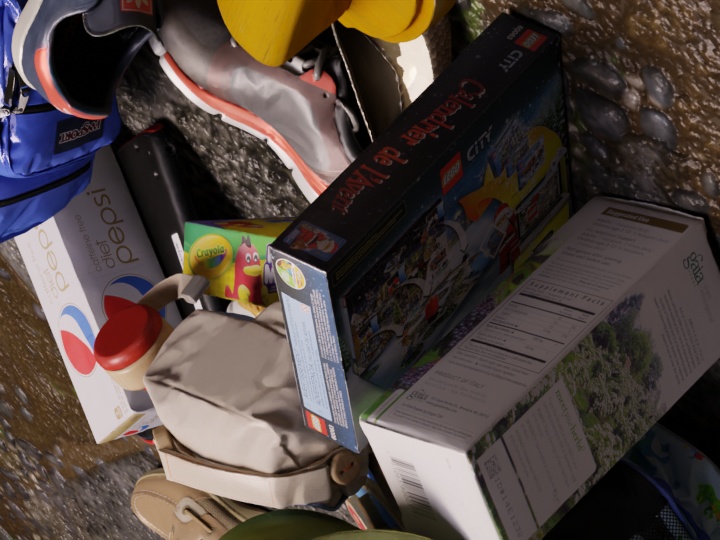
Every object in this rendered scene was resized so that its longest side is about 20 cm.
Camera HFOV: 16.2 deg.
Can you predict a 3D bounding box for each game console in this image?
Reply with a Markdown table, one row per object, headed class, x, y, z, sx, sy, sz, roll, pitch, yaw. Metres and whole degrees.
| class | x | y | z | sx | sy | sz | roll | pitch | yaw |
| --- | --- | --- | --- | --- | --- | --- | --- | --- | --- |
| game console | -0.138 | 0.014 | 1.720 | 0.177 | 0.031 | 0.200 | -24 | 84 | 57 |

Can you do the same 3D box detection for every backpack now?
| class | x | y | z | sx | sy | sz | roll | pitch | yaw |
| --- | --- | --- | --- | --- | --- | --- | --- | --- | --- |
| backpack | -0.236 | -0.112 | 1.558 | 0.168 | 0.162 | 0.200 | 25 | 122 | 36 |
| backpack | 0.154 | 0.184 | 1.448 | 0.200 | 0.147 | 0.183 | 62 | 163 | -21 |

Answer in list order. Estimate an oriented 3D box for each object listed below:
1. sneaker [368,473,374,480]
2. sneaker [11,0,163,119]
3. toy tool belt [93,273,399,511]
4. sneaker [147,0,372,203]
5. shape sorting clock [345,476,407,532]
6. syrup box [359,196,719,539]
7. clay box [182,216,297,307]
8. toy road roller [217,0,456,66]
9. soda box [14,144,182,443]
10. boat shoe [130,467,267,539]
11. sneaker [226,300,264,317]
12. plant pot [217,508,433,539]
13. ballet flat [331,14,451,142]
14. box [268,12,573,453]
| class | x | y | z | sx | sy | sz | roll | pitch | yaw |
| --- | --- | --- | --- | --- | --- | --- | --- | --- | --- |
| sneaker | -0.026 | 0.128 | 1.714 | 0.146 | 0.081 | 0.200 | 41 | 146 | 22 |
| sneaker | -0.132 | -0.175 | 1.406 | 0.085 | 0.075 | 0.200 | 49 | 128 | 49 |
| toy tool belt | -0.060 | 0.085 | 1.445 | 0.200 | 0.125 | 0.123 | 11 | 148 | 50 |
| sneaker | -0.036 | -0.114 | 1.451 | 0.200 | 0.077 | 0.082 | 41 | 136 | -1 |
| shape sorting clock | 0.045 | 0.209 | 1.484 | 0.200 | 0.039 | 0.200 | 52 | 167 | 17 |
| syrup box | 0.102 | 0.053 | 1.310 | 0.081 | 0.200 | 0.079 | 14 | 137 | 45 |
| clay box | 0.000 | 0.000 | 1.479 | 0.200 | 0.115 | 0.048 | 9 | 99 | 49 |
| toy road roller | -0.031 | -0.194 | 1.240 | 0.200 | 0.146 | 0.123 | 43 | 152 | 9 |
| soda box | -0.174 | 0.008 | 1.686 | 0.068 | 0.064 | 0.200 | -39 | 72 | 55 |
| boat shoe | -0.120 | 0.209 | 1.970 | 0.200 | 0.065 | 0.071 | 16 | 139 | 45 |
| sneaker | -0.009 | 0.088 | 1.600 | 0.200 | 0.075 | 0.088 | 38 | 118 | -4 |
| plant pot | -0.022 | 0.211 | 1.357 | 0.200 | 0.200 | 0.190 | 57 | 174 | -16 |
| ballet flat | 0.019 | -0.100 | 1.367 | 0.067 | 0.046 | 0.200 | 2 | 120 | 33 |
| box | 0.037 | -0.020 | 1.308 | 0.038 | 0.200 | 0.137 | 25 | 144 | 30 |
